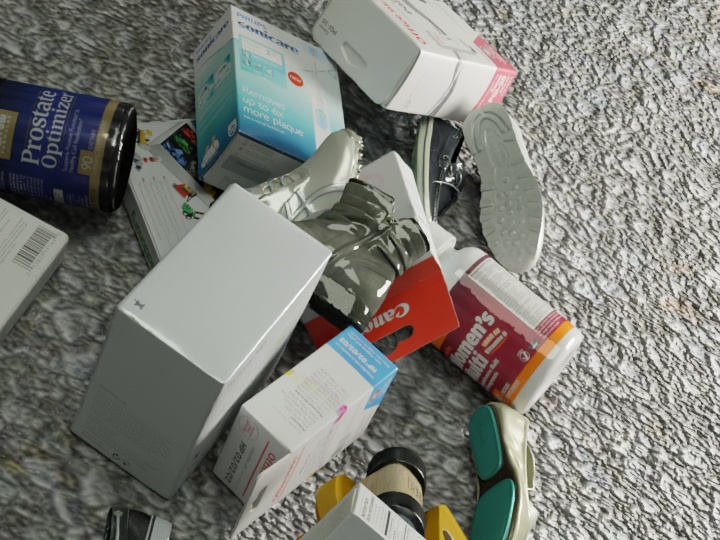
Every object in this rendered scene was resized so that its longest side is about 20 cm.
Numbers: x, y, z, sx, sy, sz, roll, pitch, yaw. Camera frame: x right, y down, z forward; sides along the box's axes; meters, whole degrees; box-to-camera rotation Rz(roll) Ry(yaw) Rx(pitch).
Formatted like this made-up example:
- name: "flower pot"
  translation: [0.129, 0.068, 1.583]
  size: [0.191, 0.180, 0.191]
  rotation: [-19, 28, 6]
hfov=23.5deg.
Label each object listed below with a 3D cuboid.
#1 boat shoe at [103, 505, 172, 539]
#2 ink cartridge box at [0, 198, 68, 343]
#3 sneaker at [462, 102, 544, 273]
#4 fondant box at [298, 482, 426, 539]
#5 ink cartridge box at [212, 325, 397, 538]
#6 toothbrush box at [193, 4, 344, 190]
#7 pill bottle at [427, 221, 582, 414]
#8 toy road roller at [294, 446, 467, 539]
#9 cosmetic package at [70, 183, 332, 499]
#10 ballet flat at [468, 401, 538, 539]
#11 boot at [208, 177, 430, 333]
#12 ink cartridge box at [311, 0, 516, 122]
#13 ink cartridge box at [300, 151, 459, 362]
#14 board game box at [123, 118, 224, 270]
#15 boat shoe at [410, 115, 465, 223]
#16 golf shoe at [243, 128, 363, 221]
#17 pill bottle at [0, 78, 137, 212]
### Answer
- name: "boat shoe"
  translation: [-0.214, 0.283, 1.476]
  size: [0.068, 0.074, 0.201]
  rotation: [22, 47, -10]
- name: "ink cartridge box"
  translation: [-0.402, -0.002, 1.653]
  size: [0.175, 0.045, 0.201]
  rotation: [29, 46, 1]
- name: "sneaker"
  translation: [0.173, -0.089, 1.957]
  size: [0.076, 0.080, 0.202]
  rotation: [-14, 69, 16]
- name: "fondant box"
  translation: [0.022, 0.300, 1.479]
  size: [0.200, 0.144, 0.058]
  rotation: [42, 20, -8]
- name: "ink cartridge box"
  translation: [-0.065, 0.150, 1.623]
  size: [0.068, 0.116, 0.200]
  rotation: [42, 48, 15]
- name: "toothbrush box"
  translation: [-0.097, -0.167, 1.862]
  size: [0.145, 0.085, 0.201]
  rotation: [23, 40, -29]
- name: "pill bottle"
  translation: [0.123, 0.047, 1.795]
  size: [0.200, 0.110, 0.109]
  rotation: [39, 48, 11]
- name: "toy road roller"
  translation: [0.024, 0.273, 1.565]
  size: [0.201, 0.145, 0.123]
  rotation: [56, 14, -15]
- name: "cosmetic package"
  translation: [-0.147, 0.066, 1.601]
  size: [0.122, 0.201, 0.200]
  rotation: [33, 48, 6]
- name: "ballet flat"
  translation: [0.146, 0.218, 1.701]
  size: [0.069, 0.070, 0.201]
  rotation: [14, 48, -12]
- name: "boot"
  translation: [-0.039, -0.041, 1.694]
  size: [0.199, 0.068, 0.131]
  rotation: [36, 70, 0]
- name: "ink cartridge box"
  translation: [0.062, -0.247, 1.970]
  size: [0.199, 0.083, 0.147]
  rotation: [3, 38, -53]
- name: "ink cartridge box"
  translation: [0.000, 0.000, 1.754]
  size: [0.057, 0.162, 0.201]
  rotation: [42, 26, -47]
- name: "board game box"
  translation: [-0.181, -0.073, 1.813]
  size: [0.125, 0.035, 0.201]
  rotation: [-7, 56, -29]
- name: "boat shoe"
  translation: [0.085, -0.097, 1.924]
  size: [0.062, 0.075, 0.201]
  rotation: [14, 43, -4]
- name: "golf shoe"
  translation: [-0.074, -0.068, 1.736]
  size: [0.097, 0.078, 0.201]
  rotation: [34, 82, -27]
- name: "pill bottle"
  translation: [-0.330, -0.130, 1.735]
  size: [0.198, 0.112, 0.113]
  rotation: [11, 48, -1]
